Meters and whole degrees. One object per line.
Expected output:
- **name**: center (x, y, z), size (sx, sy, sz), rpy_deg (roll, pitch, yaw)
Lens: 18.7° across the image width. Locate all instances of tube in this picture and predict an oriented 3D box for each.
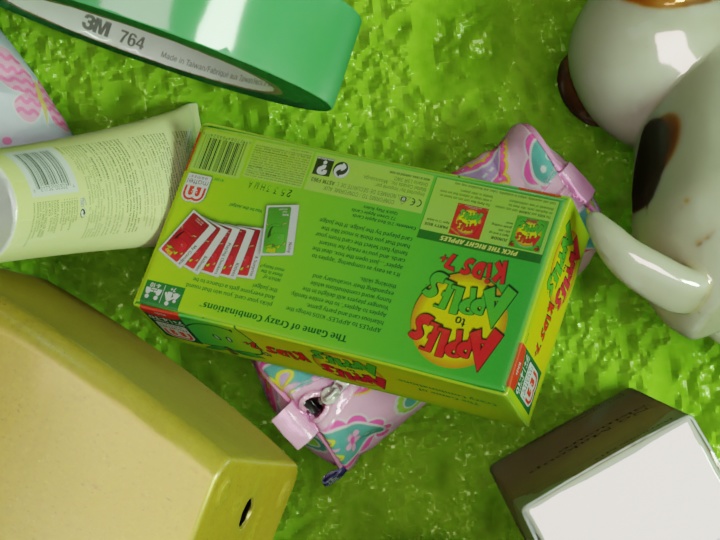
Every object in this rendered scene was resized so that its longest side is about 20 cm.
- **tube**: center (-0.127, -0.038, 1.065), size (0.052, 0.200, 0.058), rpy_deg (33, 112, 22)

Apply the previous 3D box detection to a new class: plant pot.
- **plant pot**: center (-0.144, 0.120, 1.028), size (0.175, 0.200, 0.202), rpy_deg (22, 89, 14)

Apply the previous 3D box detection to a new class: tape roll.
- **tape roll**: center (-0.099, -0.131, 1.050), size (0.199, 0.200, 0.049), rpy_deg (19, 88, -2)

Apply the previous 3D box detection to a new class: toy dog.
- **toy dog**: center (0.172, -0.060, 1.087), size (0.192, 0.140, 0.201), rpy_deg (-11, 58, -20)

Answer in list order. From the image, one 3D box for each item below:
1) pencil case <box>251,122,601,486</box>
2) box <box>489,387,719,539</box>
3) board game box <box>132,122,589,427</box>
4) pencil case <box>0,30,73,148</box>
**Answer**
- **pencil case**: center (0.035, 0.016, 1.112), size (0.200, 0.087, 0.088), rpy_deg (-39, 91, -2)
- **box**: center (0.125, 0.117, 1.056), size (0.094, 0.200, 0.078), rpy_deg (-29, 90, -2)
- **board game box**: center (0.000, 0.000, 1.058), size (0.198, 0.048, 0.102), rpy_deg (13, 72, 23)
- **pencil case**: center (-0.220, -0.107, 1.100), size (0.083, 0.091, 0.201), rpy_deg (-34, 93, 21)
